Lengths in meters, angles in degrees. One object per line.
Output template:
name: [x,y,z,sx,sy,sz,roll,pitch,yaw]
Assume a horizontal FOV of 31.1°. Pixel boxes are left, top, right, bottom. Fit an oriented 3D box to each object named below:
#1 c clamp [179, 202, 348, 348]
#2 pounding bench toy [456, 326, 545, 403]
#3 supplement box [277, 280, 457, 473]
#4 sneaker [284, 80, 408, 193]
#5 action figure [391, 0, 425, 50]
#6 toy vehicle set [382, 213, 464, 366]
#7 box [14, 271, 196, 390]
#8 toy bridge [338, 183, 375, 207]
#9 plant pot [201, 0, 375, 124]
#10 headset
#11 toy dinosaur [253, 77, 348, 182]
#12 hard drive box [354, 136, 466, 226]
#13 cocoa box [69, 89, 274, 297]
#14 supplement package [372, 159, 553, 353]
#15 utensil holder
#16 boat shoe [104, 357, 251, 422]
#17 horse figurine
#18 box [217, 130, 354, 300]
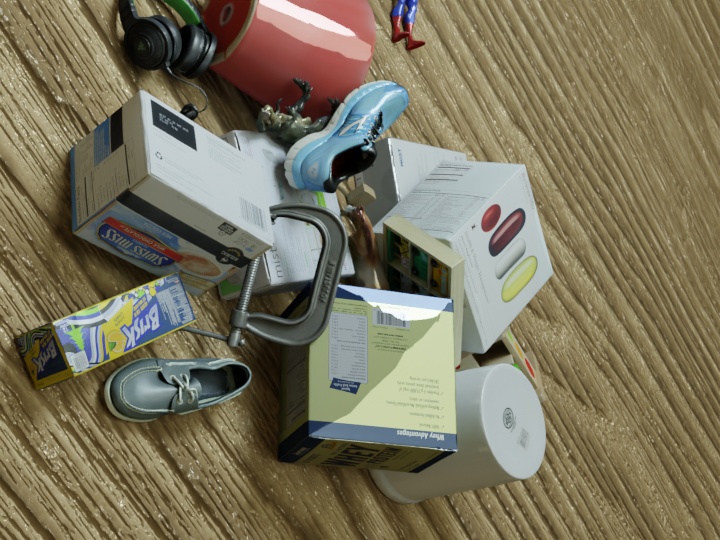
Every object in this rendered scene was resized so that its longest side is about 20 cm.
c clamp: [-0.108,0.006,1.557,0.170,0.027,0.201,20,86,-3]
pounding bench toy: [0.185,0.124,1.948,0.156,0.124,0.200,55,15,-24]
supplement box: [0.007,0.139,1.646,0.199,0.134,0.201,8,67,-18]
sneaker: [-0.001,-0.161,1.644,0.200,0.090,0.079,-46,139,-21]
action figure: [0.095,-0.470,2.103,0.065,0.099,0.201,19,59,-49]
toy vehicle set: [0.083,0.032,1.737,0.026,0.124,0.201,-35,142,-30]
box: [-0.277,0.064,1.427,0.200,0.070,0.065,-25,94,-53]
toy bridge: [-0.027,-0.157,1.832,0.027,0.067,0.201,33,33,-42]
plant pot: [-0.108,-0.307,1.713,0.177,0.200,0.201,18,62,-36]
headset: [-0.243,-0.271,1.625,0.123,0.094,0.201,4,58,-47]
toy dinosaur: [-0.066,-0.190,1.660,0.200,0.047,0.088,26,85,-49]
hard drive box: [0.087,-0.107,1.959,0.200,0.077,0.157,6,72,-51]
cocoa box: [-0.218,-0.084,1.491,0.200,0.131,0.134,31,36,-42]
supplement package: [0.147,-0.024,1.834,0.200,0.147,0.192,-45,127,-37]
utensil holder: [0.129,0.222,1.779,0.170,0.200,0.171,24,58,-44]
boat shoe: [-0.207,0.131,1.497,0.200,0.062,0.073,-1,77,-52]
horse figurine: [0.000,0.000,1.757,0.050,0.132,0.201,-13,104,-23]
box: [-0.113,-0.073,1.672,0.176,0.096,0.201,-9,84,-53]
